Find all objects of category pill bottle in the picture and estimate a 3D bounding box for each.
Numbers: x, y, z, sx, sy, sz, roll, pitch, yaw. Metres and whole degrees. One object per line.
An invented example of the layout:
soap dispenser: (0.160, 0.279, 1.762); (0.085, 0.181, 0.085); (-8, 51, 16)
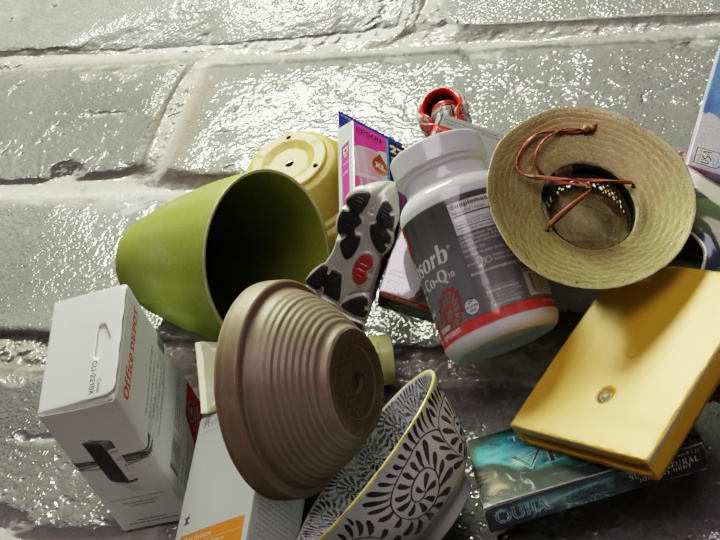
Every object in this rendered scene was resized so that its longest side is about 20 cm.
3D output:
pill bottle: (0.104, -0.023, 1.426); (0.114, 0.116, 0.202); (-21, 76, 4)

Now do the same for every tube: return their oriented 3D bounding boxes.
tube: (-0.064, 0.099, 1.493); (0.197, 0.053, 0.058); (-5, 22, -6)

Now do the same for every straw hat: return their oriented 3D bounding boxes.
straw hat: (0.212, -0.050, 1.395); (0.198, 0.085, 0.203); (-2, 59, 3)

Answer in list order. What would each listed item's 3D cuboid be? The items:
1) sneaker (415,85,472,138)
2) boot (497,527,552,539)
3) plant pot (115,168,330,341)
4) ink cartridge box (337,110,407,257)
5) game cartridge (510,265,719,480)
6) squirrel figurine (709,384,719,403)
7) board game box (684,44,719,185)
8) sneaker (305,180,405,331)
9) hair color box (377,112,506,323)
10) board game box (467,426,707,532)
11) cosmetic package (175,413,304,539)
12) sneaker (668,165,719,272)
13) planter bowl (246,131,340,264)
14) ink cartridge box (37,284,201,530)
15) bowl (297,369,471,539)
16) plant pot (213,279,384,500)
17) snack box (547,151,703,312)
sneaker: (0.099, -0.109, 1.614); (0.066, 0.109, 0.203); (-14, 46, 11)
boot: (0.085, 0.259, 1.282); (0.199, 0.078, 0.139); (32, 55, 1)
plant pot: (-0.165, -0.009, 1.608); (0.198, 0.188, 0.188); (-1, 47, 42)
ink cartridge box: (0.021, -0.100, 1.652); (0.037, 0.094, 0.202); (-46, 32, 34)
game cartridge: (0.246, 0.081, 1.312); (0.201, 0.033, 0.175); (-51, 30, -19)
squirrel figurine: (0.371, 0.086, 1.329); (0.198, 0.141, 0.188); (6, 61, 45)
board game box: (0.434, -0.133, 1.490); (0.196, 0.044, 0.201); (18, 55, 9)
sneaker: (0.000, 0.000, 1.541); (0.080, 0.202, 0.083); (32, 22, 13)
hair color box: (0.099, -0.047, 1.525); (0.109, 0.064, 0.202); (17, 75, 5)
board game box: (0.198, 0.164, 1.336); (0.197, 0.028, 0.135); (-18, 18, 3)
cosmetic package: (-0.111, 0.225, 1.406); (0.101, 0.071, 0.202); (-24, 40, 31)
sneaker: (0.287, -0.050, 1.416); (0.090, 0.067, 0.200); (-42, 46, -13)
planter bowl: (-0.069, -0.096, 1.692); (0.198, 0.084, 0.202); (-12, 46, 12)
ink cartridge box: (-0.231, 0.136, 1.466); (0.083, 0.201, 0.146); (-13, 45, 11)
bowl: (0.038, 0.198, 1.348); (0.094, 0.201, 0.201); (39, 64, -5)
plant pot: (-0.041, 0.105, 1.366); (0.092, 0.201, 0.203); (-9, 46, 30)
snack box: (0.260, -0.039, 1.511); (0.197, 0.068, 0.170); (1, 50, 25)
